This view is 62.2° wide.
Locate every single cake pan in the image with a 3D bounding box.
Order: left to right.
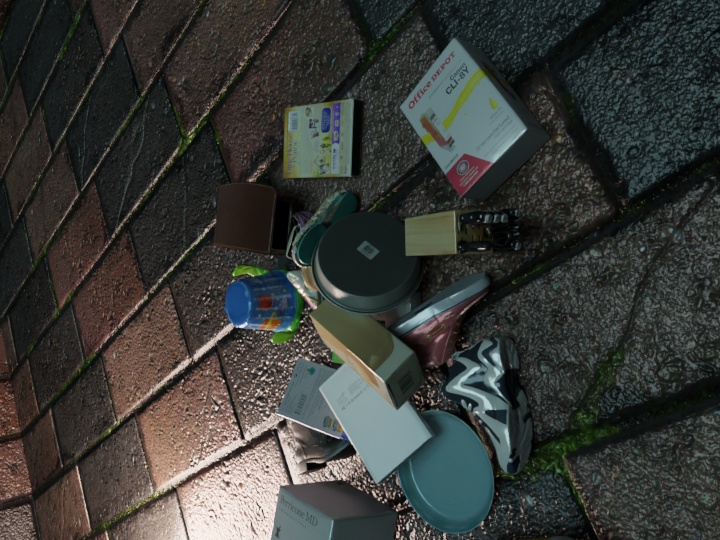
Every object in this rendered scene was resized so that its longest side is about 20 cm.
[{"bbox_3d":[0.012,-0.022,1.023,0.201,0.198,0.037,53,162,27],"label":"cake pan"}]

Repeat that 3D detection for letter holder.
[{"bbox_3d":[-0.214,-0.113,1.281,0.198,0.100,0.145,9,95,42],"label":"letter holder"}]

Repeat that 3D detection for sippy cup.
[{"bbox_3d":[-0.210,0.067,1.261,0.176,0.129,0.142,13,99,42],"label":"sippy cup"}]

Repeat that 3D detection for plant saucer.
[{"bbox_3d":[0.145,0.337,1.013,0.198,0.027,0.204,2,93,43],"label":"plant saucer"}]

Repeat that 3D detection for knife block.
[{"bbox_3d":[0.142,-0.056,0.890,0.196,0.175,0.065,-1,90,21],"label":"knife block"}]

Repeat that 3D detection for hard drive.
[{"bbox_3d":[0.025,0.248,1.052,0.132,0.027,0.201,-43,62,13],"label":"hard drive"}]

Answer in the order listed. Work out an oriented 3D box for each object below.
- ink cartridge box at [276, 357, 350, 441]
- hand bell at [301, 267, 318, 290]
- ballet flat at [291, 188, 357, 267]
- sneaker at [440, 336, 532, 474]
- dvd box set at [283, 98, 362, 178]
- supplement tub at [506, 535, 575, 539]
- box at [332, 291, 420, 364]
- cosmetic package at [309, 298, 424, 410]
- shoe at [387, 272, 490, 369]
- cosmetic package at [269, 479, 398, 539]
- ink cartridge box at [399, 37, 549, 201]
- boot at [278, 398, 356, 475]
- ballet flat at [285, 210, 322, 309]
[{"bbox_3d":[-0.061,0.251,1.152,0.198,0.042,0.121,9,70,38],"label":"ink cartridge box"},{"bbox_3d":[0.000,0.000,1.114,0.197,0.104,0.106,8,97,29],"label":"hand bell"},{"bbox_3d":[-0.074,-0.074,1.110,0.063,0.201,0.076,-5,126,45],"label":"ballet flat"},{"bbox_3d":[0.188,0.212,0.934,0.128,0.079,0.203,-17,80,43],"label":"sneaker"},{"bbox_3d":[-0.079,-0.259,1.197,0.198,0.029,0.149,5,95,42],"label":"dvd box set"},{"bbox_3d":[0.252,0.455,0.838,0.199,0.143,0.147,-27,74,39],"label":"supplement tub"},{"bbox_3d":[0.026,0.108,1.110,0.198,0.036,0.147,2,93,41],"label":"box"},{"bbox_3d":[0.010,0.130,1.007,0.199,0.071,0.106,36,159,38],"label":"cosmetic package"},{"bbox_3d":[0.144,0.088,0.983,0.199,0.072,0.092,-34,96,22],"label":"shoe"},{"bbox_3d":[-0.057,0.512,1.082,0.166,0.165,0.204,7,86,48],"label":"cosmetic package"},{"bbox_3d":[0.171,-0.233,0.932,0.145,0.083,0.202,-46,62,33],"label":"ink cartridge box"},{"bbox_3d":[-0.089,0.302,1.203,0.199,0.069,0.177,-33,62,31],"label":"boot"},{"bbox_3d":[-0.116,-0.019,1.208,0.069,0.070,0.204,174,94,-71],"label":"ballet flat"}]
